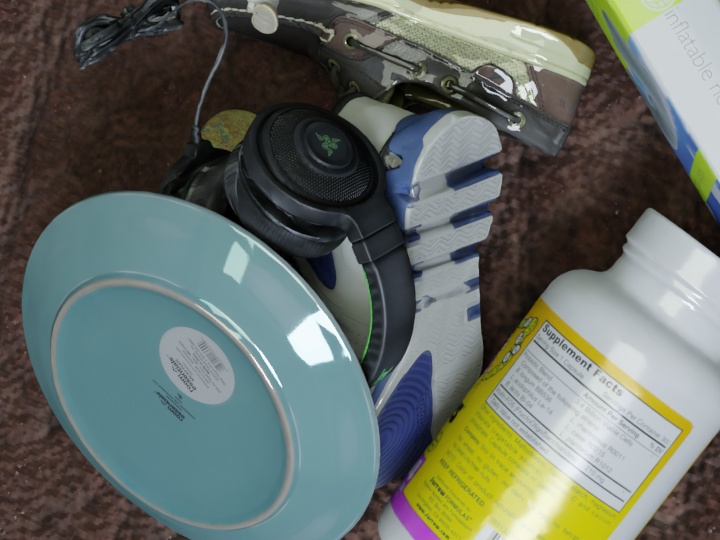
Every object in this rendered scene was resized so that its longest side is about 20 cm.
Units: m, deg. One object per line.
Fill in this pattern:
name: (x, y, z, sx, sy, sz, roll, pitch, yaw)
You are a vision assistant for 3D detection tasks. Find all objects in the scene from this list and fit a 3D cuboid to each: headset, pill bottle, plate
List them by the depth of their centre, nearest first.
headset: (-0.055, -0.028, 0.760, 0.123, 0.094, 0.202, -21, 95, 45)
plate: (-0.083, 0.058, 0.787, 0.198, 0.026, 0.202, 18, 128, 24)
pill bottle: (0.103, 0.073, 0.799, 0.104, 0.104, 0.201, 38, 96, 11)

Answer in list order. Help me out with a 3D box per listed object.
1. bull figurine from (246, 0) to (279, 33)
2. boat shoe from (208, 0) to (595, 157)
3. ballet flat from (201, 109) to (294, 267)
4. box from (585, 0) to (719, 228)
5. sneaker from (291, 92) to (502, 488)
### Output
bull figurine: (-0.043, -0.183, 0.791, 0.199, 0.122, 0.065, 32, 137, 10)
boat shoe: (0.013, -0.104, 0.841, 0.198, 0.073, 0.066, 13, 86, 13)
ballet flat: (-0.069, 0.017, 0.860, 0.070, 0.071, 0.203, 3, 89, 13)
box: (0.164, -0.072, 0.780, 0.047, 0.122, 0.201, -30, 82, 7)
sneaker: (0.000, -0.001, 0.836, 0.115, 0.080, 0.202, 30, 121, 39)
